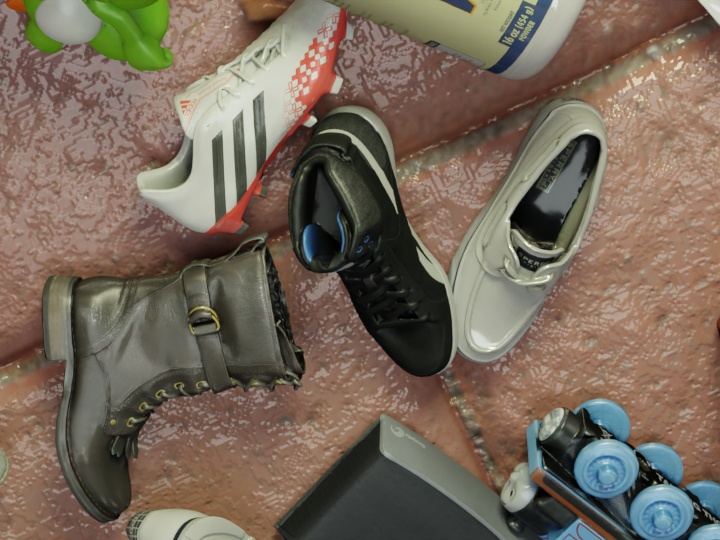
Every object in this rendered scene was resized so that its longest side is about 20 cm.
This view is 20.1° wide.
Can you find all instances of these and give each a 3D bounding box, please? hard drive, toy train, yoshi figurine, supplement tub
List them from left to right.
[{"bbox_3d":[-0.143,-0.185,1.272,0.112,0.200,0.113,44,61,-13],"label":"yoshi figurine"},{"bbox_3d":[0.050,0.212,1.488,0.200,0.042,0.135,40,104,-16],"label":"hard drive"},{"bbox_3d":[0.043,-0.219,1.270,0.199,0.145,0.146,21,108,-11],"label":"supplement tub"},{"bbox_3d":[0.190,0.181,1.465,0.200,0.087,0.114,37,110,-16],"label":"toy train"}]

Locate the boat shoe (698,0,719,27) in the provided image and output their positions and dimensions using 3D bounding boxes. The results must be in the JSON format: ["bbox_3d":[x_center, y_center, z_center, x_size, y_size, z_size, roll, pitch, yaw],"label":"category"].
[{"bbox_3d":[0.228,-0.219,1.321,0.068,0.072,0.200,-39,111,13],"label":"boat shoe"}]

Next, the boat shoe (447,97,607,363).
[{"bbox_3d":[0.117,-0.019,1.392,0.072,0.066,0.201,25,108,-13],"label":"boat shoe"}]

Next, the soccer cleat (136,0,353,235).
[{"bbox_3d":[-0.076,-0.113,1.343,0.085,0.069,0.201,21,114,-26],"label":"soccer cleat"}]

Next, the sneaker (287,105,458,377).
[{"bbox_3d":[0.000,0.000,1.362,0.073,0.112,0.201,-14,109,25],"label":"sneaker"}]

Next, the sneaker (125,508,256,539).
[{"bbox_3d":[-0.088,0.235,1.480,0.200,0.080,0.077,51,59,-34],"label":"sneaker"}]

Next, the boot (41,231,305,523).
[{"bbox_3d":[-0.123,0.078,1.402,0.173,0.069,0.201,-5,109,8],"label":"boot"}]

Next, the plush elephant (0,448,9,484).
[{"bbox_3d":[-0.309,0.248,1.423,0.200,0.165,0.155,-34,97,39],"label":"plush elephant"}]

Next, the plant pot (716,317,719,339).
[{"bbox_3d":[0.351,0.083,1.389,0.199,0.200,0.177,-32,97,9],"label":"plant pot"}]
